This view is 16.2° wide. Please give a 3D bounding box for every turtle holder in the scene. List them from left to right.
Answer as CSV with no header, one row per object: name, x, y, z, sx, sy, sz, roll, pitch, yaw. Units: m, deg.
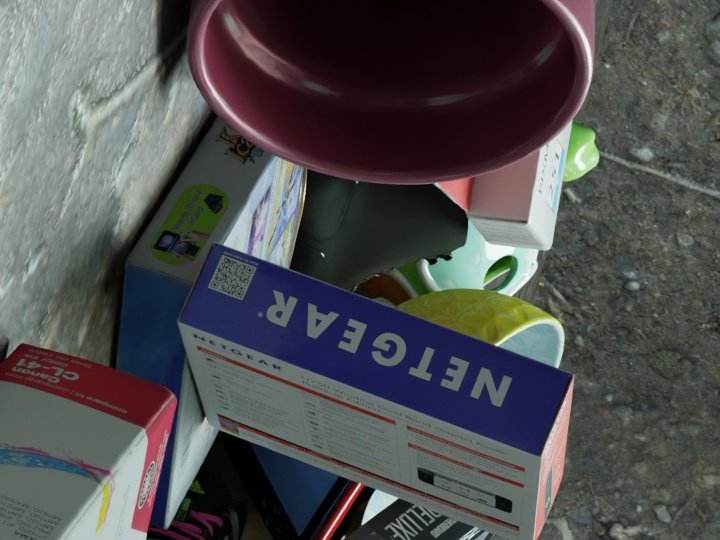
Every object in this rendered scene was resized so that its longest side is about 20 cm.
turtle holder,0.064,-0.045,1.756,0.141,0.132,0.186,-21,-161,47

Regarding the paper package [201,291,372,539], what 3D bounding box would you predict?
paper package,-0.040,0.131,1.819,0.191,0.103,0.200,94,17,-61

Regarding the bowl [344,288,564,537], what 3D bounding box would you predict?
bowl,0.030,0.080,1.672,0.200,0.108,0.200,-42,158,-22

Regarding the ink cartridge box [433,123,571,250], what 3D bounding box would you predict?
ink cartridge box,0.095,-0.125,1.496,0.176,0.045,0.200,37,62,-74

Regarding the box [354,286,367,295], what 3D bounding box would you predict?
box,-0.015,0.082,2.085,0.193,0.048,0.200,-58,164,-68

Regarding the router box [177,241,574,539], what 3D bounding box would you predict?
router box,0.011,0.070,1.346,0.180,0.200,0.049,86,26,-70

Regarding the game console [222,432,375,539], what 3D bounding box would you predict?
game console,-0.062,0.143,1.564,0.119,0.172,0.200,-19,159,-28

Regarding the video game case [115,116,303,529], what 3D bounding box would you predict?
video game case,-0.087,0.015,1.437,0.181,0.045,0.200,-61,167,-45

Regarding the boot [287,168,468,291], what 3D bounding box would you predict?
boot,0.000,0.000,1.605,0.200,0.138,0.077,100,-11,-52

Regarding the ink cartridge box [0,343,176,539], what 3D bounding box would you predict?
ink cartridge box,-0.159,0.139,1.092,0.200,0.086,0.148,-50,158,-65

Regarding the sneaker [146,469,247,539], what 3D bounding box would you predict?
sneaker,-0.111,0.159,1.516,0.200,0.074,0.087,78,31,-83

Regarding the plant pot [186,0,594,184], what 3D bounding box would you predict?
plant pot,0.020,-0.171,1.287,0.200,0.200,0.179,96,-1,-57

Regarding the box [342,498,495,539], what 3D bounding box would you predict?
box,0.008,0.207,1.593,0.158,0.050,0.200,-32,162,-45
